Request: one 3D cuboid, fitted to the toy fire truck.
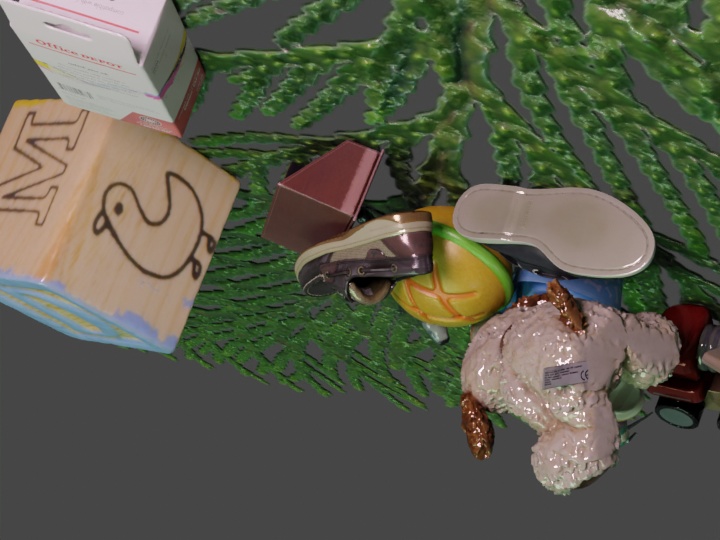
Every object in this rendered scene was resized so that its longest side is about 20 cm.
[{"bbox_3d":[0.343,0.086,1.380,0.175,0.129,0.200,11,151,32],"label":"toy fire truck"}]

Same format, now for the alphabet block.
[{"bbox_3d":[-0.277,-0.047,1.527,0.196,0.201,0.195,6,161,43],"label":"alphabet block"}]

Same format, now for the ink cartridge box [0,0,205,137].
[{"bbox_3d":[-0.205,-0.186,1.194,0.116,0.068,0.200,17,167,9],"label":"ink cartridge box"}]

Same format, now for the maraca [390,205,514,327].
[{"bbox_3d":[0.073,0.001,1.409,0.137,0.107,0.200,38,159,-9],"label":"maraca"}]

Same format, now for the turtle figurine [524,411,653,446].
[{"bbox_3d":[0.243,0.110,1.599,0.199,0.101,0.150,0,-138,-41],"label":"turtle figurine"}]

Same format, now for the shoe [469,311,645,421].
[{"bbox_3d":[0.203,0.100,1.482,0.199,0.070,0.053,25,173,-12],"label":"shoe"}]

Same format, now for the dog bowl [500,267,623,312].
[{"bbox_3d":[0.197,0.023,1.450,0.111,0.050,0.200,20,166,1],"label":"dog bowl"}]

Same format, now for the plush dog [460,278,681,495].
[{"bbox_3d":[0.158,0.082,1.304,0.171,0.200,0.161,-9,126,52],"label":"plush dog"}]

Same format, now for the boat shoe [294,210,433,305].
[{"bbox_3d":[0.000,0.000,1.339,0.073,0.065,0.200,-1,166,-28],"label":"boat shoe"}]

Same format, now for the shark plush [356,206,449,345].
[{"bbox_3d":[0.051,0.003,1.548,0.199,0.091,0.083,26,-165,-38],"label":"shark plush"}]

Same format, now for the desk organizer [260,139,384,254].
[{"bbox_3d":[-0.040,-0.068,1.395,0.077,0.072,0.200,23,165,-3],"label":"desk organizer"}]

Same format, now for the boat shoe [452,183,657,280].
[{"bbox_3d":[0.173,-0.026,1.260,0.199,0.075,0.066,9,164,39],"label":"boat shoe"}]
